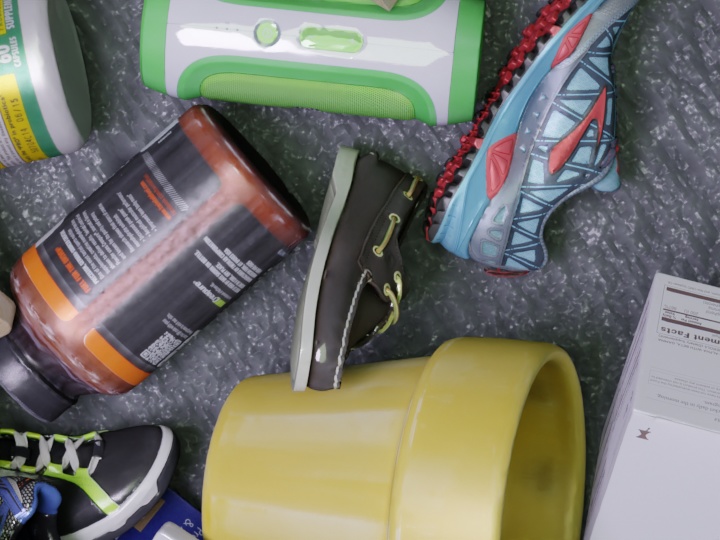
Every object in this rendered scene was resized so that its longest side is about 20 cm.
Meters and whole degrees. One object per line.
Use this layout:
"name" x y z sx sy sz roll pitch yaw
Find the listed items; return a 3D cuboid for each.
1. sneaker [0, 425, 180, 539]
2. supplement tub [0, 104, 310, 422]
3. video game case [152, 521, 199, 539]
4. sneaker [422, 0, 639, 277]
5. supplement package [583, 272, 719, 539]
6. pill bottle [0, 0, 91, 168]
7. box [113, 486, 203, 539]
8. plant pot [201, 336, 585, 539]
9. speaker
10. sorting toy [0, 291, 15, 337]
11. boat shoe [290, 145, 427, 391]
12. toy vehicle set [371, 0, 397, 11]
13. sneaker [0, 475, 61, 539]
"sneaker" -0.207 0.127 1.432 0.200 0.072 0.083 -21 123 11
"supplement tub" -0.135 0.001 1.431 0.200 0.107 0.107 -40 89 4
"video game case" -0.061 0.253 1.373 0.200 0.018 0.143 33 115 5
"sneaker" 0.121 -0.088 1.443 0.095 0.079 0.200 30 100 -11
"supplement package" 0.242 0.113 1.377 0.199 0.111 0.156 14 137 3
"pill bottle" -0.270 -0.106 1.434 0.199 0.113 0.113 -12 90 4
"box" -0.092 0.225 1.445 0.200 0.032 0.121 39 62 0
"plant pot" 0.017 0.134 1.393 0.188 0.201 0.201 4 91 18
"speaker" -0.028 -0.135 1.434 0.199 0.088 0.089 6 91 3
"sorting toy" -0.333 -0.014 1.401 0.200 0.070 0.199 -22 133 32
"boat shoe" 0.000 0.000 1.392 0.060 0.201 0.072 14 130 -2
"toy vehicle set" -0.027 -0.255 1.421 0.200 0.027 0.124 35 86 22
"sneaker" -0.186 0.209 1.360 0.078 0.075 0.200 -21 86 30
